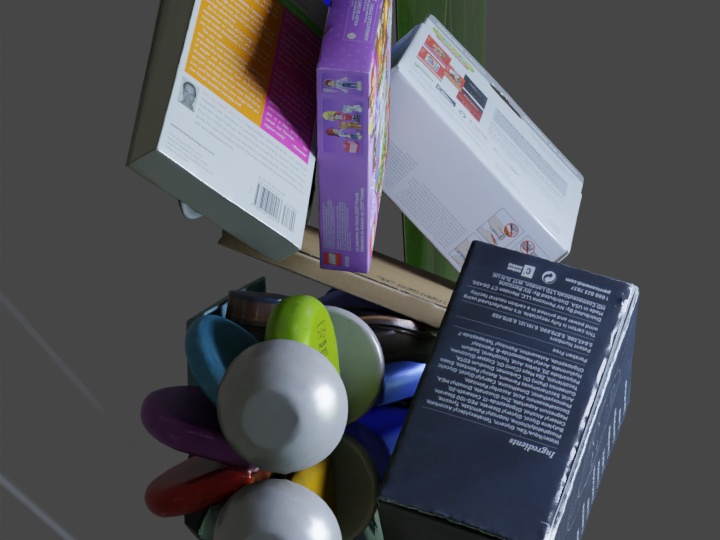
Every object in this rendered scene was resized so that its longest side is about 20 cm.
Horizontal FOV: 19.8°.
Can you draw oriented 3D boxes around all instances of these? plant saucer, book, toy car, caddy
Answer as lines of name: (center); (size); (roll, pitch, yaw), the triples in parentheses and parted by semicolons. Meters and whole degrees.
plant saucer: (-0.099, 0.052, 1.549); (0.200, 0.019, 0.071); (-40, 129, -78)
book: (-0.079, -0.124, 1.388); (0.133, 0.048, 0.201); (34, 49, -33)
toy car: (-0.070, 0.113, 1.339); (0.175, 0.149, 0.202); (-41, 134, -72)
caddy: (0.011, 0.089, 1.677); (0.105, 0.199, 0.142); (-20, 114, -35)

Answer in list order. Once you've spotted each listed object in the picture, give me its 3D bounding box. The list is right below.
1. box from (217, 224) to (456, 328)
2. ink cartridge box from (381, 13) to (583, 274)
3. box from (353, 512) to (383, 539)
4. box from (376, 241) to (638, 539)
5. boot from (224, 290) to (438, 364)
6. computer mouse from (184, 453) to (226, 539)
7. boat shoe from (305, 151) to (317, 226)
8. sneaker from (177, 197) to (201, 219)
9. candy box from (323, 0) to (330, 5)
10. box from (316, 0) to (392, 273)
box: (0.000, 0.000, 1.609); (0.163, 0.199, 0.021); (-27, 137, -80)
ink cartridge box: (0.082, -0.092, 1.660); (0.200, 0.084, 0.176); (47, 23, -8)
box: (0.005, 0.240, 1.553); (0.201, 0.060, 0.117); (59, 13, -28)
box: (0.104, 0.120, 1.422); (0.200, 0.123, 0.198); (80, 28, -63)
boot: (-0.017, 0.074, 1.538); (0.075, 0.199, 0.098); (12, -88, 61)
computer mouse: (-0.102, 0.203, 1.445); (0.059, 0.034, 0.201); (35, 55, -54)
boat shoe: (-0.058, -0.114, 1.561); (0.073, 0.074, 0.201); (25, 66, -32)
sneaker: (-0.076, -0.128, 1.485); (0.074, 0.088, 0.201); (67, 24, -63)
candy box: (-0.036, -0.197, 1.736); (0.200, 0.076, 0.171); (-20, 110, -78)
box: (-0.003, -0.115, 1.456); (0.201, 0.039, 0.137); (90, 7, -49)
